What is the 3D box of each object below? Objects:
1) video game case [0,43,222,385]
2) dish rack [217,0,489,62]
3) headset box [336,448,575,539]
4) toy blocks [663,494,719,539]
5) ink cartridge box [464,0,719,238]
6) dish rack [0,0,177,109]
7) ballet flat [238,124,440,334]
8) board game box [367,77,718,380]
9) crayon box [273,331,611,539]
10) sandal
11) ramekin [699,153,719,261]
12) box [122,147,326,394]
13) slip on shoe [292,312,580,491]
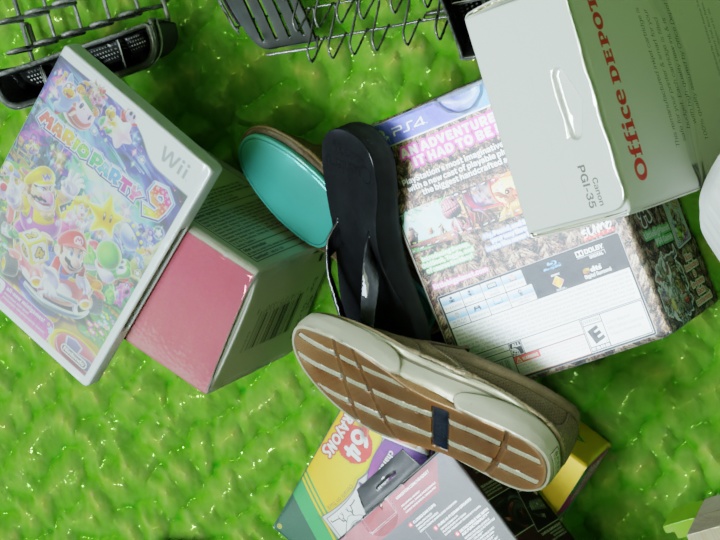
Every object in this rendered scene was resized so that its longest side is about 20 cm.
[{"bbox_3d":[-0.196,-0.038,1.481,0.143,0.018,0.200,40,117,15],"label":"video game case"},{"bbox_3d":[-0.014,-0.206,1.425,0.199,0.055,0.154,-7,130,21],"label":"dish rack"},{"bbox_3d":[0.071,0.216,1.441,0.149,0.075,0.200,-44,77,25],"label":"headset box"},{"bbox_3d":[0.314,0.199,1.378,0.200,0.100,0.137,-22,103,32],"label":"toy blocks"},{"bbox_3d":[0.169,-0.116,1.297,0.083,0.200,0.147,-15,93,43],"label":"ink cartridge box"},{"bbox_3d":[-0.223,-0.234,1.564,0.153,0.055,0.201,-14,95,29],"label":"dish rack"},{"bbox_3d":[0.002,-0.037,1.490,0.200,0.072,0.068,41,133,14],"label":"ballet flat"},{"bbox_3d":[0.121,-0.037,1.411,0.159,0.097,0.201,-20,92,31],"label":"board game box"},{"bbox_3d":[0.056,0.157,1.517,0.172,0.058,0.200,37,116,16],"label":"crayon box"},{"bbox_3d":[0.000,0.000,1.423,0.076,0.043,0.201,12,120,50],"label":"sandal"},{"bbox_3d":[0.293,-0.055,1.264,0.094,0.202,0.203,50,120,24],"label":"ramekin"},{"bbox_3d":[-0.139,-0.018,1.540,0.200,0.128,0.109,33,116,19],"label":"box"},{"bbox_3d":[0.050,0.075,1.385,0.200,0.061,0.076,23,139,21],"label":"slip on shoe"}]
